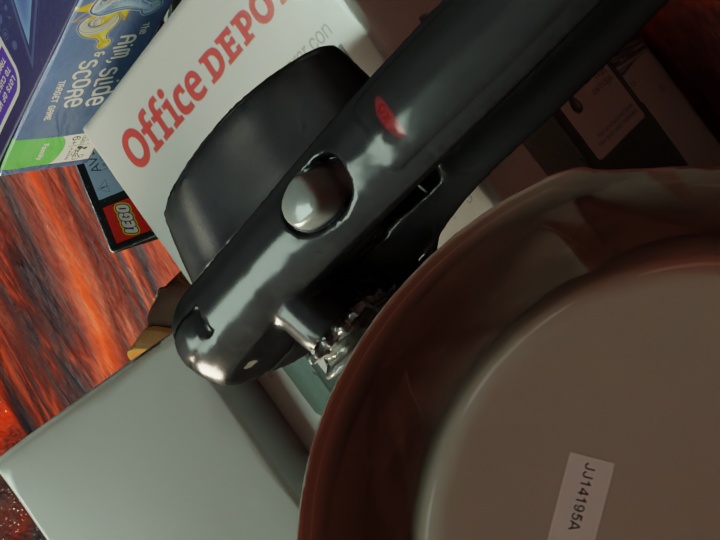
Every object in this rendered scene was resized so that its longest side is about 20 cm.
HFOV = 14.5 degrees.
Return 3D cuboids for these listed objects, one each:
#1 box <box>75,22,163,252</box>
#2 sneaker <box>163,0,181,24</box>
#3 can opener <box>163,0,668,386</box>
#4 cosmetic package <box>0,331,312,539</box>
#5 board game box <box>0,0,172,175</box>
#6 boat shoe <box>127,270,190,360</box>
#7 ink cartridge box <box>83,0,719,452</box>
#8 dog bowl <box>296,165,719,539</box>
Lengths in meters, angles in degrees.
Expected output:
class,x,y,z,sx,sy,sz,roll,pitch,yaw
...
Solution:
class,x,y,z,sx,sy,sz,roll,pitch,yaw
box,-0.084,-0.080,1.035,0.200,0.038,0.137,-34,-79,-85
sneaker,-0.048,-0.126,0.966,0.090,0.078,0.200,-110,-3,-57
can opener,0.017,-0.039,0.695,0.200,0.063,0.079,-42,81,36
cosmetic package,-0.012,0.107,0.883,0.200,0.081,0.113,54,-162,3
board game box,-0.088,-0.142,0.831,0.135,0.034,0.200,62,141,24
boat shoe,-0.005,0.034,1.109,0.200,0.070,0.070,21,157,37
ink cartridge box,0.027,-0.009,0.811,0.200,0.084,0.146,54,143,6
dog bowl,0.085,0.067,0.692,0.200,0.200,0.059,54,-179,0
